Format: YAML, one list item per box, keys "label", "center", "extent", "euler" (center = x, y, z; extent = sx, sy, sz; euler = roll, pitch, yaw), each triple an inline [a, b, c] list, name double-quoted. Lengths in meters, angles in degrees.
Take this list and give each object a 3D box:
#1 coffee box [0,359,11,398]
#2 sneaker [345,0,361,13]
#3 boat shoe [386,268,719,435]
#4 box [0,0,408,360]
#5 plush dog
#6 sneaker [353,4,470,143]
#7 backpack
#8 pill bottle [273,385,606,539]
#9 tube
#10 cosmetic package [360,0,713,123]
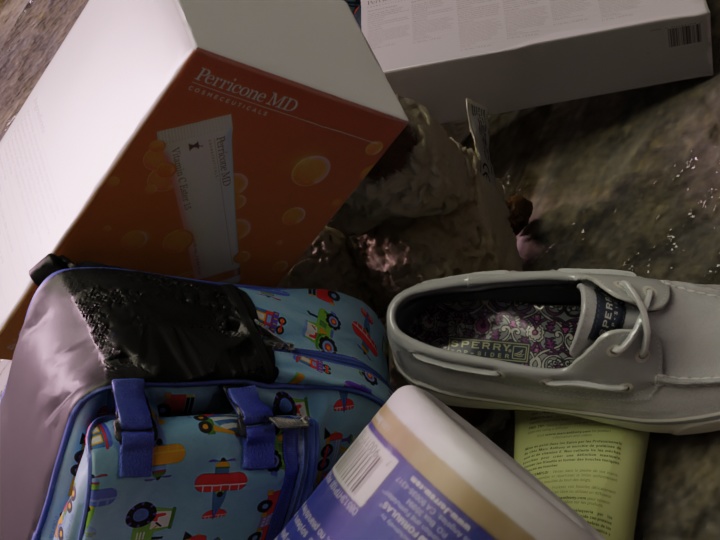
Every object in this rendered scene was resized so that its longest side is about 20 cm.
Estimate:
- label: "coffee box"
  center: [-0.168, 0.117, 0.830]
  extent: [0.200, 0.113, 0.080]
  euler: [-53, 33, 20]
- label: "sneaker"
  center: [-0.040, -0.180, 1.069]
  extent: [0.096, 0.079, 0.200]
  euler: [119, 172, -85]
- label: "boat shoe"
  center: [0.109, 0.029, 0.684]
  extent: [0.200, 0.069, 0.072]
  euler: [6, 71, 17]
- label: "box"
  center: [-0.093, -0.047, 0.720]
  extent: [0.200, 0.124, 0.098]
  euler: [-51, 45, 28]
- label: "plush dog"
  center: [0.000, 0.000, 0.835]
  extent: [0.172, 0.200, 0.160]
  euler: [-15, 10, 25]
- label: "sneaker"
  center: [0.022, -0.125, 1.006]
  extent: [0.084, 0.075, 0.200]
  euler: [-36, 28, 24]
- label: "backpack"
  center: [-0.066, 0.096, 0.695]
  extent: [0.135, 0.200, 0.183]
  euler: [54, 130, 45]
- label: "pill bottle"
  center: [0.001, 0.158, 0.599]
  extent: [0.200, 0.120, 0.120]
  euler: [-51, 33, 1]
- label: "tube"
  center: [0.098, 0.125, 0.682]
  extent: [0.052, 0.058, 0.200]
  euler: [120, 167, -48]
- label: "cosmetic package"
  center: [0.102, -0.139, 0.879]
  extent: [0.200, 0.051, 0.083]
  euler: [-9, 45, 9]
